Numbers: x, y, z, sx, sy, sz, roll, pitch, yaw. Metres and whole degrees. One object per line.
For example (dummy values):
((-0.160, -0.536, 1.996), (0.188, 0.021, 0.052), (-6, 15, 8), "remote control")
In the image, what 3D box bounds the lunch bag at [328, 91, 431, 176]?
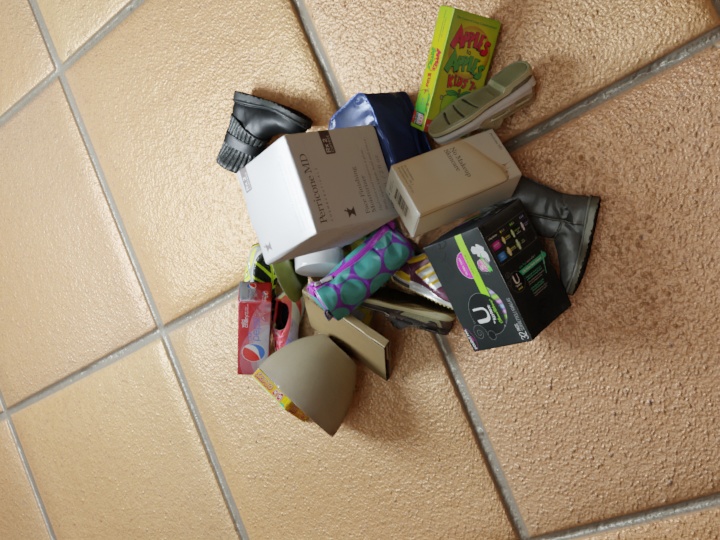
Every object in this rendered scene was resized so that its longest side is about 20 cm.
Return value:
((0.049, -0.215, 1.408), (0.135, 0.131, 0.204), (-28, 81, 48), "lunch bag")

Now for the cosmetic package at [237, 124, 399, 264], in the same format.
((-0.069, -0.128, 1.315), (0.164, 0.197, 0.168), (-25, 83, 48), "cosmetic package")

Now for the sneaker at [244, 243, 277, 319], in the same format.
((-0.211, 0.038, 1.644), (0.077, 0.074, 0.204), (51, 131, 52), "sneaker")

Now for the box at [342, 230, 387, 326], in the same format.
((-0.005, 0.010, 1.527), (0.116, 0.048, 0.203), (32, 114, 22), "box")

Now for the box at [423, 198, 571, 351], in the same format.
((0.227, 0.010, 1.308), (0.148, 0.123, 0.203), (-21, 99, 55), "box")

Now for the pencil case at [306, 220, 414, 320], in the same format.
((0.000, 0.000, 1.402), (0.199, 0.093, 0.085), (-41, 45, -1), "pencil case")

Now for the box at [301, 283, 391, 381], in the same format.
((-0.024, 0.122, 1.508), (0.198, 0.164, 0.021), (33, 68, 19), "box")

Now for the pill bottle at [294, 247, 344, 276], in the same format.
((-0.082, -0.098, 1.481), (0.112, 0.113, 0.205), (-14, 72, 30), "pill bottle")

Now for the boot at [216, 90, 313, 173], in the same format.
((-0.192, -0.257, 1.566), (0.209, 0.079, 0.161), (24, 103, 35), "boot")

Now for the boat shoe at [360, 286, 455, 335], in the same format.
((0.079, 0.079, 1.456), (0.195, 0.073, 0.066), (12, 112, 8), "boat shoe")

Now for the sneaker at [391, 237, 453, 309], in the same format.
((0.149, 0.006, 1.424), (0.197, 0.075, 0.092), (20, 108, 23), "sneaker")

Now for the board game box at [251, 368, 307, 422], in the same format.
((-0.157, 0.256, 1.587), (0.095, 0.201, 0.030), (42, 79, 18), "board game box")

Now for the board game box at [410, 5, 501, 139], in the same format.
((0.162, -0.335, 1.340), (0.048, 0.100, 0.204), (41, 121, 56), "board game box")

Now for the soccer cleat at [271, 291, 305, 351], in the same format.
((-0.157, 0.140, 1.617), (0.067, 0.073, 0.205), (12, 104, 26), "soccer cleat")

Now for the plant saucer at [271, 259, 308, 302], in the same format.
((-0.140, -0.041, 1.518), (0.030, 0.200, 0.205), (-16, 90, 9), "plant saucer")

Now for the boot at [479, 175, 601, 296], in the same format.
((0.294, -0.068, 1.332), (0.196, 0.072, 0.186), (13, 92, 20), "boot")

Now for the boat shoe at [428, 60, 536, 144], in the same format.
((0.209, -0.264, 1.311), (0.198, 0.069, 0.075), (-32, 38, 6), "boat shoe")

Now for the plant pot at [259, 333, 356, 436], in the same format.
((-0.084, 0.206, 1.539), (0.199, 0.201, 0.135), (40, 83, 17), "plant pot")

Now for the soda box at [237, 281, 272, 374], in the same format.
((-0.217, 0.121, 1.603), (0.068, 0.064, 0.203), (2, 127, -6), "soda box")

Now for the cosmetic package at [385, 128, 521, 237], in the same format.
((0.150, -0.144, 1.281), (0.105, 0.197, 0.074), (59, 160, 22), "cosmetic package")
